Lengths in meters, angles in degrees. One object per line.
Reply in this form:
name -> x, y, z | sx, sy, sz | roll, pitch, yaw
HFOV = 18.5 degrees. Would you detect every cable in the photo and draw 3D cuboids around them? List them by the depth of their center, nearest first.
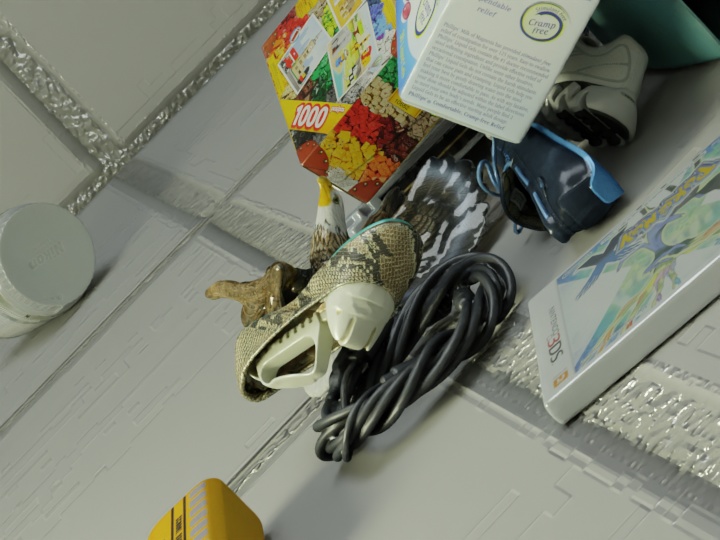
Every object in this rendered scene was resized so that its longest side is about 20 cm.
cable -> 0.038, 0.066, 1.586 | 0.163, 0.051, 0.200 | -27, 19, 39

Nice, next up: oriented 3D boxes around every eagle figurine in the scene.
eagle figurine -> 0.000, -0.007, 1.763 | 0.199, 0.152, 0.152 | -15, 40, -32

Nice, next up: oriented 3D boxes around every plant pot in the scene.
plant pot -> 0.238, -0.244, 1.719 | 0.141, 0.141, 0.200 | -48, 9, -16

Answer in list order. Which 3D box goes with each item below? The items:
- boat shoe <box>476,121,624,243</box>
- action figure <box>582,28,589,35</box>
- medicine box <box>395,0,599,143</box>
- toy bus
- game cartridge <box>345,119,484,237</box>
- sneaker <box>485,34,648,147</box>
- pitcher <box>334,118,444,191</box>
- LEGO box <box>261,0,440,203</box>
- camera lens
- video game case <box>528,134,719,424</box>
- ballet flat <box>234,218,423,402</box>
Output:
boat shoe -> 0.125, -0.067, 1.630 | 0.069, 0.084, 0.200 | -48, 11, -1
action figure -> 0.194, -0.245, 2.011 | 0.193, 0.104, 0.201 | -45, -16, -33
medicine box -> 0.109, -0.233, 1.615 | 0.183, 0.102, 0.201 | -91, 23, -53
toy bus -> -0.105, 0.214, 1.509 | 0.078, 0.065, 0.200 | -42, 13, 4
game cartridge -> 0.054, -0.090, 1.962 | 0.200, 0.040, 0.133 | -45, 6, -11
sneaker -> 0.143, -0.143, 1.715 | 0.199, 0.075, 0.082 | 6, 68, 45
pitcher -> 0.050, -0.178, 2.048 | 0.172, 0.121, 0.200 | -44, -2, 43
LEGO box -> 0.003, -0.178, 1.889 | 0.149, 0.077, 0.201 | -49, 32, 20
camera lens -> -0.469, 0.000, 3.040 | 0.160, 0.160, 0.200 | -52, 15, -31
video game case -> 0.188, -0.007, 1.384 | 0.200, 0.022, 0.183 | -41, 14, 14
ballet flat -> -0.023, 0.041, 1.610 | 0.200, 0.068, 0.076 | -37, 36, 38
